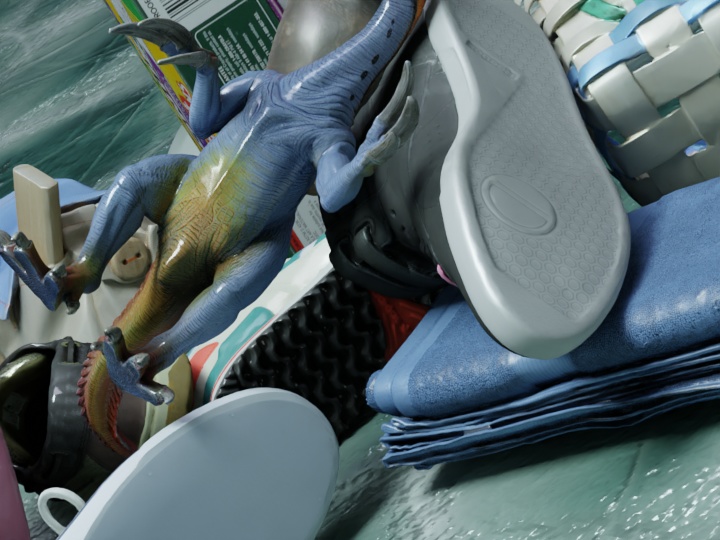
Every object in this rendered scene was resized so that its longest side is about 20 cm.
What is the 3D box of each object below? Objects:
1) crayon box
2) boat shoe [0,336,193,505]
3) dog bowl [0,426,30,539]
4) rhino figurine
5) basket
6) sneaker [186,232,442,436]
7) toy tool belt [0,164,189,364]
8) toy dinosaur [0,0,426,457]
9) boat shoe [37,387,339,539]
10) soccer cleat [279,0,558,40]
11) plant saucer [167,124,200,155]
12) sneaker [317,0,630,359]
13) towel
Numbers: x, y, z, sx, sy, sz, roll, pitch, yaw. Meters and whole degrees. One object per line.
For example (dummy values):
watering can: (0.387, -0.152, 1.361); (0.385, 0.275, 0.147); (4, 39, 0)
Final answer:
crayon box: (-0.064, -0.095, 1.373); (0.058, 0.200, 0.173); (-34, 17, -6)
boat shoe: (-0.124, 0.058, 1.229); (0.201, 0.066, 0.072); (169, 113, -69)
dog bowl: (-0.189, 0.077, 1.166); (0.074, 0.200, 0.200); (-18, 12, -19)
rhino figurine: (0.003, -0.120, 1.261); (0.087, 0.060, 0.200); (-7, 62, 51)
basket: (0.142, -0.117, 1.168); (0.176, 0.139, 0.200); (-31, 27, 9)
sneaker: (0.000, 0.001, 1.218); (0.200, 0.070, 0.093); (-42, 25, -17)
toy tool belt: (-0.151, -0.003, 1.407); (0.125, 0.123, 0.200); (-39, 18, -18)
toy dinosaur: (-0.047, -0.047, 1.078); (0.181, 0.105, 0.200); (-46, -3, -21)
boat shoe: (-0.094, 0.120, 1.081); (0.202, 0.075, 0.086); (-49, 19, -16)
soccer cleat: (0.004, -0.104, 1.404); (0.200, 0.070, 0.086); (16, 29, 41)
plant saucer: (-0.033, -0.099, 1.584); (0.200, 0.050, 0.200); (-30, 17, 10)
sneaker: (0.036, -0.011, 1.056); (0.099, 0.071, 0.200); (-57, 25, 30)
towel: (0.100, 0.014, 1.046); (0.200, 0.049, 0.112); (-18, 23, 42)
